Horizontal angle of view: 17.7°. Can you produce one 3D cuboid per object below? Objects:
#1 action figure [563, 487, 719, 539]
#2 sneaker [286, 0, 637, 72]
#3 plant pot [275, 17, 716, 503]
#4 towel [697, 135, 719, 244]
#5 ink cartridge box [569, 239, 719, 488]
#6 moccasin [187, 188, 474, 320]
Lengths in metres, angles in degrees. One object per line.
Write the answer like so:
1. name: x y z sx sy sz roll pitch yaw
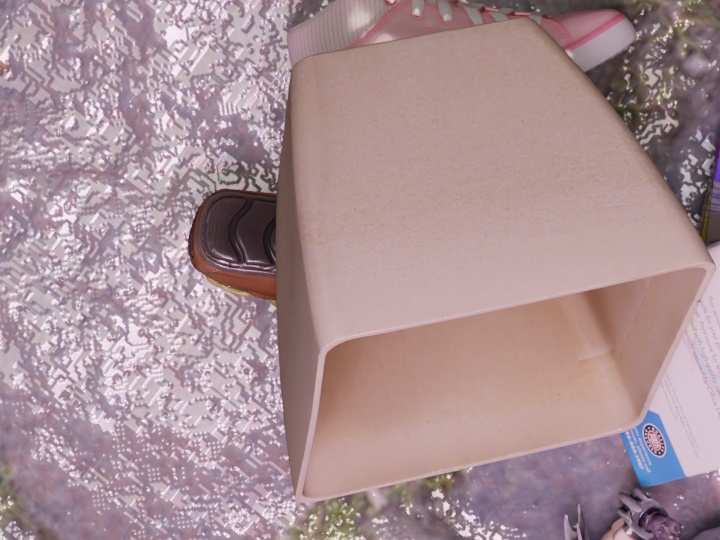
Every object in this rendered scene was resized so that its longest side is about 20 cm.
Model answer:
1. action figure: 0.197 0.170 1.301 0.199 0.069 0.131 -20 119 9
2. sneaker: 0.050 -0.136 1.314 0.199 0.075 0.105 -19 94 11
3. plant pot: 0.045 -0.015 1.204 0.199 0.200 0.178 -12 65 -12
4. towel: 0.258 -0.044 1.273 0.143 0.023 0.201 21 115 25
5. ink cartridge box: 0.215 0.037 1.244 0.067 0.200 0.117 -21 89 -37
6. moccasin: 0.000 0.002 1.327 0.200 0.078 0.074 4 76 -6
